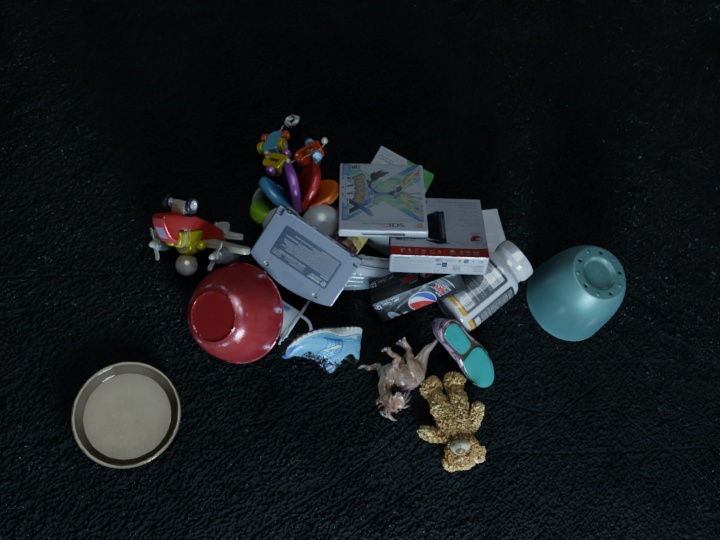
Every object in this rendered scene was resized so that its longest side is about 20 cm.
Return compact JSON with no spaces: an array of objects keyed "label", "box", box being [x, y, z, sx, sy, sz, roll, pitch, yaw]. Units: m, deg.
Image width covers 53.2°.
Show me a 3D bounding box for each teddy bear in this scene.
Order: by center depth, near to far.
[{"label":"teddy bear","box":[0.189,0.304,1.471,0.143,0.067,0.202,8,65,-7]}]

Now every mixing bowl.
[{"label":"mixing bowl","box":[-0.258,0.085,1.384,0.197,0.108,0.203,0,90,17]}]

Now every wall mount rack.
[{"label":"wall mount rack","box":[-0.166,0.051,1.494,0.199,0.075,0.175,33,62,1]}]

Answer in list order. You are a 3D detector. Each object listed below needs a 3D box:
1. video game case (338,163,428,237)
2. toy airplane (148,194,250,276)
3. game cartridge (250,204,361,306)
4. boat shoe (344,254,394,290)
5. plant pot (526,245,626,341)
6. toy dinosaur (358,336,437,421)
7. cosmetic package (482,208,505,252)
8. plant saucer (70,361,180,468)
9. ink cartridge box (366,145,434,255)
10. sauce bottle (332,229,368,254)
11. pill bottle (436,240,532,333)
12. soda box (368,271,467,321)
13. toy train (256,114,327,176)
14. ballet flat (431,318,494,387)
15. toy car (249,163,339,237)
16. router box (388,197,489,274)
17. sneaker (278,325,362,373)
[{"label":"video game case","box":[0.045,-0.148,1.491,0.180,0.022,0.202,1,49,-2]},{"label":"toy airplane","box":[-0.331,-0.055,1.454,0.197,0.200,0.143,19,80,-17]},{"label":"game cartridge","box":[-0.113,-0.023,1.439,0.199,0.042,0.134,34,103,-8]},{"label":"boat shoe","box":[0.000,0.000,1.566,0.197,0.074,0.067,10,49,-19]},{"label":"plant pot","box":[0.496,0.037,1.607,0.198,0.161,0.203,5,66,-11]},{"label":"toy dinosaur","box":[0.088,0.221,1.477,0.198,0.086,0.136,-24,75,-26]},{"label":"cosmetic package","box":[0.236,-0.056,1.647,0.197,0.052,0.153,-5,67,-15]},{"label":"plant saucer","box":[-0.441,0.273,1.358,0.197,0.030,0.203,5,66,-12]},{"label":"ink cartridge box","box":[0.059,-0.157,1.630,0.145,0.084,0.201,28,65,1]},{"label":"sauce bottle","box":[0.010,-0.114,1.519,0.066,0.066,0.201,32,65,2]},{"label":"pill bottle","box":[0.266,0.033,1.550,0.199,0.116,0.117,-39,79,-5]},{"label":"soda box","box":[0.120,0.033,1.512,0.198,0.064,0.071,-22,43,15]},{"label":"toy train","box":[-0.150,-0.264,1.599,0.149,0.056,0.200,-32,41,-2]},{"label":"ballet flat","box":[0.215,0.167,1.523,0.069,0.071,0.200,-45,118,-7]},{"label":"toy car","box":[-0.136,-0.153,1.518,0.197,0.152,0.176,-5,33,-18]},{"label":"router box","box":[0.155,-0.074,1.482,0.197,0.049,0.181,1,45,-1]},{"label":"sneaker","box":[-0.071,0.162,1.444,0.198,0.078,0.091,-1,79,-38]}]
